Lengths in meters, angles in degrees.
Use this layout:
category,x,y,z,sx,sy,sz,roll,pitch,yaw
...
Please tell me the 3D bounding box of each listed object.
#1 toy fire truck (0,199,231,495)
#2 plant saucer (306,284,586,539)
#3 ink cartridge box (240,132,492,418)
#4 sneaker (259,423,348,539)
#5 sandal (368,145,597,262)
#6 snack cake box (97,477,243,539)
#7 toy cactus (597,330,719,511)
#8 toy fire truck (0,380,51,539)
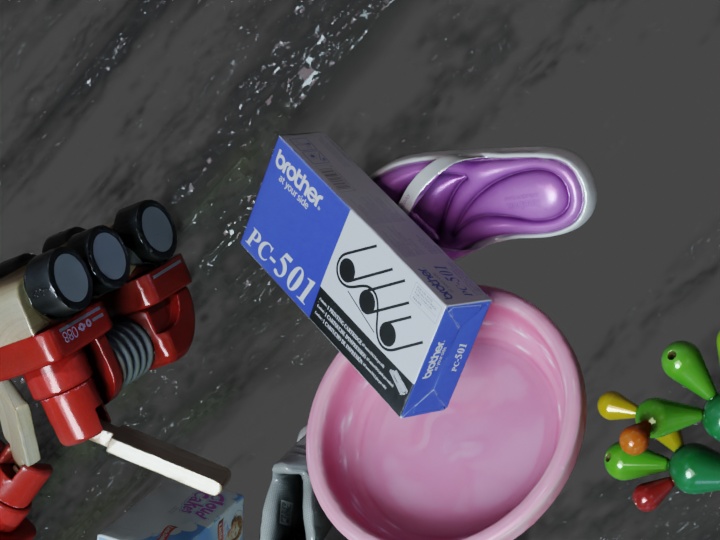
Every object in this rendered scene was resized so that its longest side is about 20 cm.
category,x,y,z,sx,sy,sz,roll,pitch,yaw
toy fire truck,-0.165,0.066,1.710,0.129,0.176,0.200,-18,99,31
plant saucer,0.062,0.109,1.626,0.200,0.051,0.201,-12,60,22
ink cartridge box,0.000,0.000,1.628,0.200,0.044,0.094,46,128,37
sneaker,-0.024,0.216,1.723,0.075,0.115,0.200,-14,100,31
sandal,0.061,-0.042,1.624,0.203,0.050,0.083,-16,98,33
snack cake box,-0.144,0.270,1.807,0.067,0.115,0.200,13,114,23
toy cactus,0.254,0.113,1.561,0.200,0.102,0.165,-36,99,24
toy fire truck,-0.313,0.132,1.847,0.176,0.129,0.200,42,110,9
